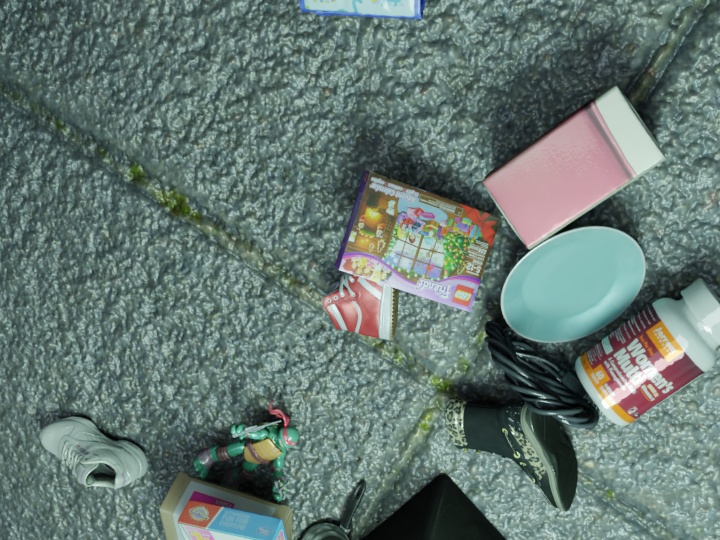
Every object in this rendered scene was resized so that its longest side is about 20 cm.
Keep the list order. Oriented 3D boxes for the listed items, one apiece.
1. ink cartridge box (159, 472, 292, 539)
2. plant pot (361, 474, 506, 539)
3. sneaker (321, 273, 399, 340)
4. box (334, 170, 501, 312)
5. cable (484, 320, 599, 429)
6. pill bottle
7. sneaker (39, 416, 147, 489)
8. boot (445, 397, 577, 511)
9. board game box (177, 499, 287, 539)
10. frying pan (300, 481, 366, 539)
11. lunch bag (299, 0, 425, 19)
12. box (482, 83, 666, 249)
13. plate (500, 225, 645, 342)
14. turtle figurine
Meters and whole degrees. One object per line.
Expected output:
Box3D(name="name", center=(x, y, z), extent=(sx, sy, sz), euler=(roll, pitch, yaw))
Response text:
Box3D(name="ink cartridge box", center=(-0.210, 0.423, 1.319), extent=(0.198, 0.075, 0.166), euler=(14, 133, 14))
Box3D(name="plant pot", center=(0.106, 0.466, 1.214), extent=(0.200, 0.177, 0.199), euler=(46, 110, 1))
Box3D(name="sneaker", center=(0.000, 0.000, 1.198), extent=(0.111, 0.071, 0.203), euler=(5, 106, 12))
Box3D(name="box", center=(0.079, -0.039, 1.127), extent=(0.198, 0.039, 0.138), euler=(17, 94, -14))
Box3D(name="cable", center=(0.232, 0.143, 1.106), extent=(0.200, 0.163, 0.051), euler=(44, 111, 22))
Box3D(name="pill bottle", center=(0.391, 0.106, 1.086), extent=(0.200, 0.110, 0.110), euler=(-41, 89, 20))
Box3D(name="sneaker", center=(-0.460, 0.306, 1.385), extent=(0.198, 0.100, 0.076), euler=(16, 108, 14))
Box3D(name="boot", center=(0.220, 0.258, 1.194), extent=(0.152, 0.074, 0.205), euler=(-1, 129, 39))
Box3D(name="board game box", center=(-0.175, 0.431, 1.231), extent=(0.151, 0.040, 0.202), euler=(7, 130, 17))
Box3D(name="frying pan", center=(-0.047, 0.425, 1.323), extent=(0.114, 0.031, 0.192), euler=(3, 77, 35))
Box3D(name="lunch bag", center=(0.011, -0.430, 1.070), extent=(0.168, 0.127, 0.203), euler=(7, 94, 14))
Box3D(name="box", center=(0.271, -0.135, 1.058), extent=(0.199, 0.128, 0.109), euler=(-35, 91, 20))
Box3D(name="plate", center=(0.279, 0.016, 1.100), extent=(0.197, 0.026, 0.202), euler=(-6, 130, -6))
Box3D(name="turtle figurine", center=(-0.159, 0.287, 1.291), extent=(0.199, 0.101, 0.150), euler=(-29, 102, 30))
